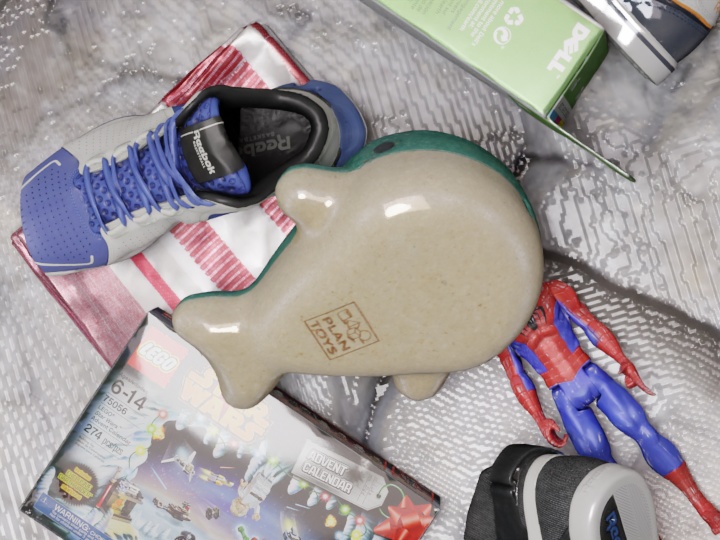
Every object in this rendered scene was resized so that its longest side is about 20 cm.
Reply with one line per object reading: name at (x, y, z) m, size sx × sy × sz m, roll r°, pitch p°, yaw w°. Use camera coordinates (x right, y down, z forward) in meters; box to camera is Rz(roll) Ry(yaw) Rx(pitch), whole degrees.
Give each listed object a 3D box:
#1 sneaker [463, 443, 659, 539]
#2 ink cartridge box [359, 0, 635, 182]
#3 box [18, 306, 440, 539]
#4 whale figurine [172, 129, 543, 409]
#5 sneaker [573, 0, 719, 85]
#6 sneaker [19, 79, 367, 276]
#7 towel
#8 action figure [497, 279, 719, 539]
sneaker at (0.116, 0.181, 1.027) m, size 0.112 × 0.073 × 0.201 m, roll 17°, pitch 125°, yaw 46°
ink cartridge box at (0.081, -0.128, 1.011) m, size 0.200 × 0.104 × 0.059 m, roll 35°, pitch 95°, yaw 8°
box at (-0.073, 0.133, 1.054) m, size 0.200 × 0.040 × 0.137 m, roll 33°, pitch 94°, yaw 1°
whale figurine at (0.000, 0.000, 0.997) m, size 0.199 × 0.104 × 0.159 m, roll -25°, pitch 120°, yaw 17°
sneaker at (0.121, -0.200, 1.020) m, size 0.200 × 0.078 × 0.079 m, roll 45°, pitch 101°, yaw -5°
sneaker at (-0.099, -0.061, 1.011) m, size 0.198 × 0.115 × 0.081 m, roll -18°, pitch 88°, yaw 6°
towel at (-0.089, -0.029, 1.077) m, size 0.200 × 0.023 × 0.144 m, roll -41°, pitch 85°, yaw 6°
action figure at (0.127, 0.072, 1.032) m, size 0.065 × 0.052 × 0.200 m, roll -37°, pitch 82°, yaw 10°
